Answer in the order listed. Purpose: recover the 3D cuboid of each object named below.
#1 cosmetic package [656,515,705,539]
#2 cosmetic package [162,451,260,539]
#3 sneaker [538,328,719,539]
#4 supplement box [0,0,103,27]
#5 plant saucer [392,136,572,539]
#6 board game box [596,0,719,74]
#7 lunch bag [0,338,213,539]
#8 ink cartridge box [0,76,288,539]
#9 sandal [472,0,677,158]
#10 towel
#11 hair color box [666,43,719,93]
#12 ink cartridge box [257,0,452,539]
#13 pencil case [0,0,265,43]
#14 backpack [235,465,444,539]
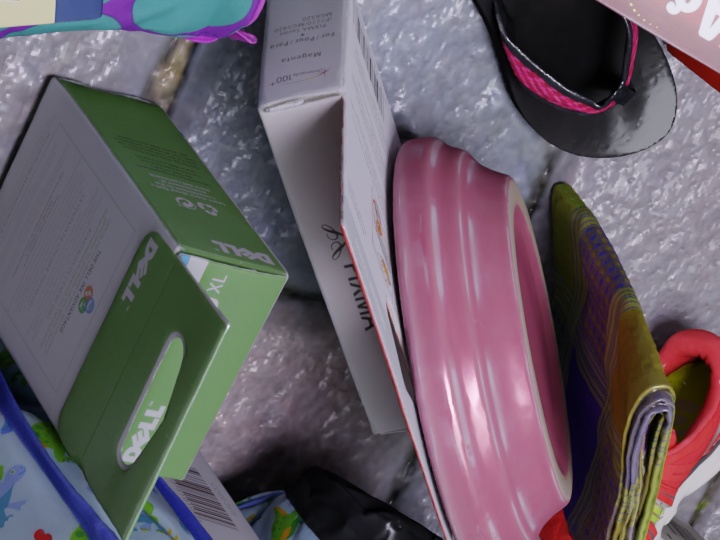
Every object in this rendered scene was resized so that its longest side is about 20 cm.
[{"bbox_3d":[0.117,0.223,1.261,0.200,0.073,0.103,-49,131,8],"label":"cosmetic package"},{"bbox_3d":[-0.139,0.176,1.041,0.200,0.113,0.081,-50,143,11],"label":"cosmetic package"},{"bbox_3d":[0.132,0.109,1.166,0.200,0.077,0.085,-53,153,-23],"label":"sneaker"},{"bbox_3d":[-0.205,-0.176,0.729,0.198,0.200,0.135,-9,125,-24],"label":"supplement box"},{"bbox_3d":[0.060,0.036,1.021,0.050,0.201,0.202,-10,130,9],"label":"plant saucer"},{"bbox_3d":[0.116,-0.173,0.981,0.199,0.019,0.103,28,106,-13],"label":"board game box"},{"bbox_3d":[-0.170,0.130,0.951,0.170,0.200,0.127,-49,139,6],"label":"lunch bag"},{"bbox_3d":[-0.091,0.015,0.919,0.059,0.200,0.104,14,114,-37],"label":"ink cartridge box"},{"bbox_3d":[0.095,-0.114,1.043,0.075,0.045,0.200,-41,131,0],"label":"sandal"},{"bbox_3d":[0.112,0.064,1.075,0.023,0.201,0.145,0,123,-9],"label":"towel"},{"bbox_3d":[0.239,-0.178,1.073,0.199,0.064,0.112,-24,127,-12],"label":"hair color box"},{"bbox_3d":[0.000,0.000,0.981,0.043,0.174,0.201,-10,130,11],"label":"ink cartridge box"},{"bbox_3d":[-0.135,-0.124,0.879,0.198,0.085,0.093,-10,109,-24],"label":"pencil case"},{"bbox_3d":[-0.047,0.199,1.111,0.201,0.153,0.163,-60,150,-5],"label":"backpack"}]
